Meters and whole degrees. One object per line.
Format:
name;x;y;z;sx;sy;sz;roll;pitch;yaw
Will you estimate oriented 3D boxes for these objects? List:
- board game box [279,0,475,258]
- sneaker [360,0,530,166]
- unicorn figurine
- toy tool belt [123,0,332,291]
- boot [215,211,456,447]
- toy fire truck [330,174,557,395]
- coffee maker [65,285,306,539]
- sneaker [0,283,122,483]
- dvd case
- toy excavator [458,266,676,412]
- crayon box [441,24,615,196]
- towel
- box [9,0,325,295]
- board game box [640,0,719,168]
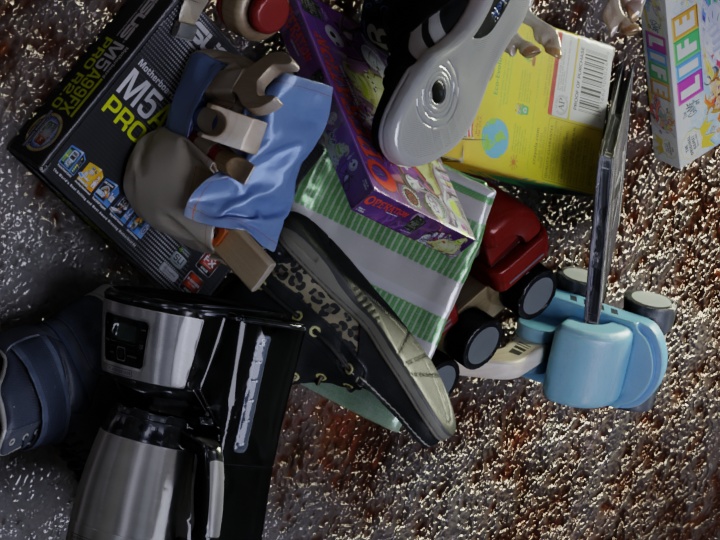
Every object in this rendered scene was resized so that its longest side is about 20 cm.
board game box;0.008;-0.108;1.574;0.032;0.200;0.120;-41;142;27
sneaker;0.035;-0.151;1.575;0.200;0.112;0.073;-56;137;-32
unicorn figurine;0.165;-0.236;1.626;0.199;0.138;0.074;-13;169;-1
toy tool belt;-0.070;-0.096;1.489;0.125;0.123;0.201;10;104;-45
boot;-0.040;0.078;1.615;0.154;0.204;0.073;-40;172;13
toy fire truck;0.047;-0.024;1.718;0.176;0.129;0.200;-40;143;-20
coffee maker;-0.116;0.118;1.536;0.192;0.134;0.201;12;91;-67
sneaker;-0.219;0.126;1.559;0.146;0.077;0.203;-27;120;-42
dvd case;0.205;-0.067;1.809;0.200;0.016;0.149;-66;160;-61
toy excavator;0.154;0.067;1.850;0.200;0.194;0.100;-33;137;-64
crayon box;0.114;-0.137;1.727;0.200;0.051;0.127;12;85;-45
towel;0.000;0.000;1.647;0.200;0.152;0.023;-66;173;8
box;-0.133;-0.086;1.557;0.160;0.044;0.200;-51;136;-8
board game box;0.305;-0.205;1.901;0.134;0.034;0.200;-31;130;-26
